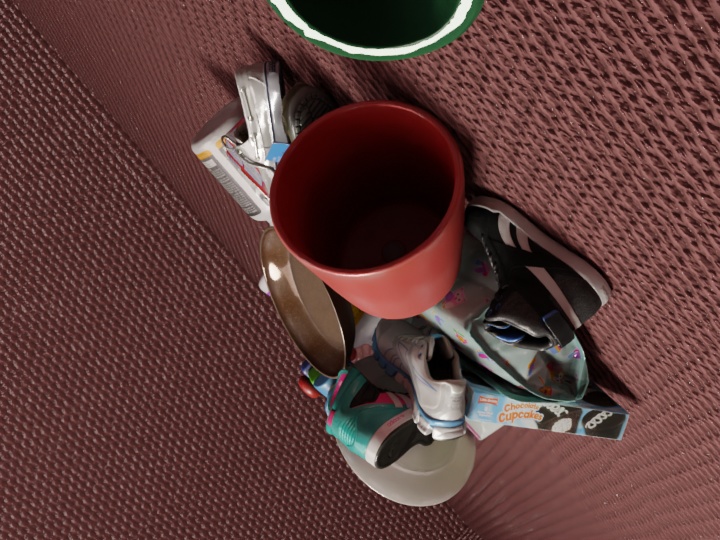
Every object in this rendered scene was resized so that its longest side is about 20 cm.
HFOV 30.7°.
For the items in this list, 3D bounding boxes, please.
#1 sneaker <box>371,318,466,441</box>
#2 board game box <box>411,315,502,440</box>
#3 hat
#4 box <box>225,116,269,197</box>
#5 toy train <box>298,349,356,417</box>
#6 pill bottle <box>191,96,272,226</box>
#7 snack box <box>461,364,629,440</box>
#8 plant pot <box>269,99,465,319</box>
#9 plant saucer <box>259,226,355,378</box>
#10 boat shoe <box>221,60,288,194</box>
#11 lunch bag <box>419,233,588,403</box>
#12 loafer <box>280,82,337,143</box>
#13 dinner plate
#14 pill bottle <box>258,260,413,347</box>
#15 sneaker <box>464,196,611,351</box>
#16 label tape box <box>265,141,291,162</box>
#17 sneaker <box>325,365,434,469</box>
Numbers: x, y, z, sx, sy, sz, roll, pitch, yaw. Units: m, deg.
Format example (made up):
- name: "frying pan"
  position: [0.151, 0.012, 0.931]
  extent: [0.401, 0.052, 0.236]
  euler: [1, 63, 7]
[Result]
- name: "sneaker"
  position: [0.075, 0.097, 1.481]
  extent: [0.200, 0.074, 0.088]
  euler: [-126, 40, -49]
- name: "board game box"
  position: [0.133, 0.105, 1.679]
  extent: [0.148, 0.064, 0.200]
  euler: [48, -159, -11]
- name: "hat"
  position: [0.013, -0.277, 1.002]
  extent: [0.198, 0.178, 0.166]
  euler: [-5, 140, 26]
- name: "box"
  position: [-0.085, -0.133, 1.786]
  extent: [0.200, 0.095, 0.100]
  euler: [44, 169, 5]
- name: "toy train"
  position: [0.015, 0.185, 1.683]
  extent: [0.200, 0.085, 0.116]
  euler: [42, -173, -25]
- name: "pill bottle"
  position: [-0.147, -0.148, 1.934]
  extent: [0.200, 0.116, 0.116]
  euler: [49, 170, -19]
- name: "snack box"
  position: [0.199, 0.148, 1.530]
  extent: [0.197, 0.038, 0.116]
  euler: [9, -166, -18]
- name: "plant pot"
  position: [0.023, -0.049, 1.363]
  extent: [0.200, 0.200, 0.178]
  euler: [40, 171, 26]
- name: "plant saucer"
  position: [-0.059, 0.033, 1.597]
  extent: [0.201, 0.036, 0.202]
  euler: [49, 154, 34]
- name: "boat shoe"
  position: [-0.133, -0.168, 1.660]
  extent: [0.075, 0.085, 0.204]
  euler: [-90, -4, -51]
- name: "lunch bag"
  position: [0.158, 0.062, 1.488]
  extent: [0.200, 0.122, 0.170]
  euler: [45, 172, -35]
- name: "loafer"
  position: [-0.066, -0.171, 1.611]
  extent: [0.069, 0.075, 0.200]
  euler: [36, 168, 22]
- name: "dinner plate"
  position: [0.058, 0.187, 1.593]
  extent: [0.200, 0.200, 0.024]
  euler: [45, 138, 5]
- name: "pill bottle"
  position: [-0.028, 0.032, 1.723]
  extent: [0.199, 0.105, 0.104]
  euler: [34, 171, -3]
- name: "sneaker"
  position: [0.146, 0.006, 1.323]
  extent: [0.200, 0.112, 0.073]
  euler: [37, 167, 42]
- name: "label tape box"
  position: [-0.020, -0.088, 1.542]
  extent: [0.197, 0.067, 0.143]
  euler: [15, 174, -7]
- name: "sneaker"
  position: [0.024, 0.160, 1.527]
  extent: [0.120, 0.084, 0.199]
  euler: [30, -159, 23]
